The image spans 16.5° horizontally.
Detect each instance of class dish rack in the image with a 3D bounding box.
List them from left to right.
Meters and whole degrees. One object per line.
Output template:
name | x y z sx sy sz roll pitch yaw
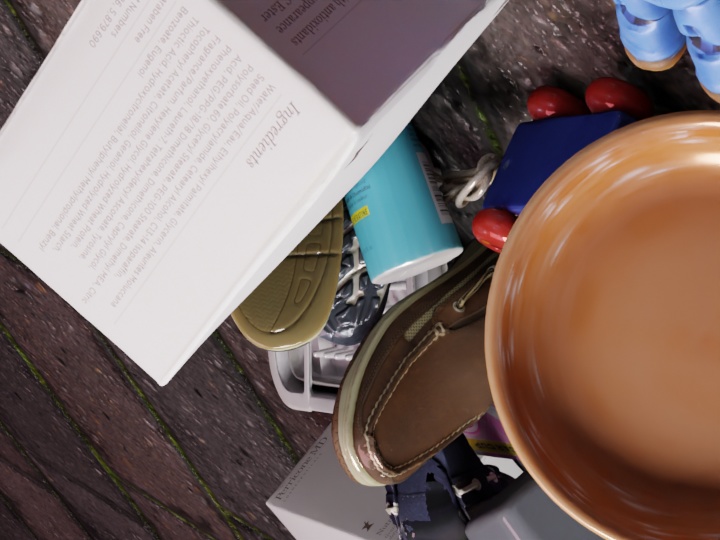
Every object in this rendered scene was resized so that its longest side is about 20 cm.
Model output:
dish rack | 0.000 0.000 1.488 0.200 0.043 0.173 2 96 64

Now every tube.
tube | -0.003 -0.094 1.287 0.077 0.050 0.201 138 114 -68

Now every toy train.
toy train | 0.118 -0.030 1.251 0.115 0.085 0.200 28 171 -17

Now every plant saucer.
plant saucer | 0.155 0.030 1.115 0.200 0.201 0.037 39 179 7

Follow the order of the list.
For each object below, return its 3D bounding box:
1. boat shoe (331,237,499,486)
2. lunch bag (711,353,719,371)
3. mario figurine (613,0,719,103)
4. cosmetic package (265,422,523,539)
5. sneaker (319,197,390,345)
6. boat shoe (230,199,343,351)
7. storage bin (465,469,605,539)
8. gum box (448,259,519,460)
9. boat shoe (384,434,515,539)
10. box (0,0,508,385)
boat shoe | 0.062 0.035 1.310 0.075 0.203 0.075 -5 126 45
lunch bag | 0.235 0.099 1.225 0.200 0.122 0.170 48 161 -2
mario figurine | 0.127 -0.151 0.974 0.123 0.107 0.200 -8 153 18
cosmetic package | 0.033 0.173 1.826 0.199 0.113 0.081 9 145 55
sneaker | -0.011 -0.044 1.372 0.086 0.077 0.201 48 -153 -57
boat shoe | -0.047 -0.049 1.301 0.066 0.071 0.202 74 -175 -71
storage bin | 0.162 0.140 1.369 0.135 0.200 0.146 50 162 1
gum box | 0.065 0.055 1.552 0.114 0.066 0.200 48 161 -18
boat shoe | 0.054 0.120 1.487 0.200 0.074 0.093 -46 -60 -81
box | -0.047 -0.090 1.127 0.131 0.199 0.200 41 132 1
